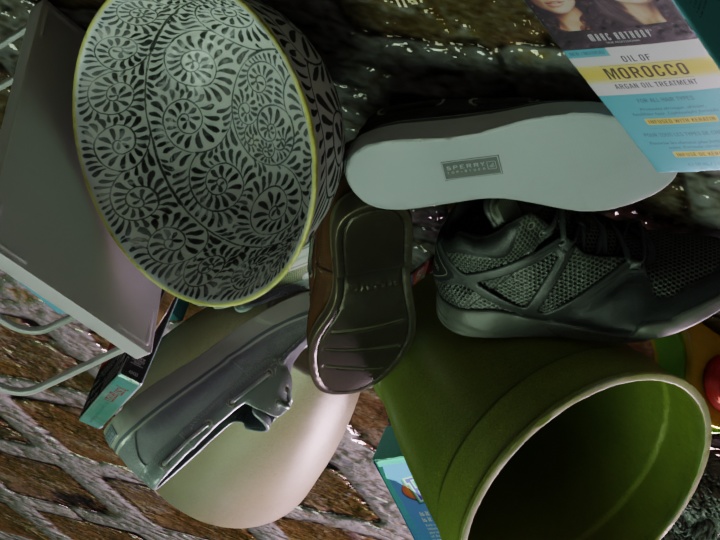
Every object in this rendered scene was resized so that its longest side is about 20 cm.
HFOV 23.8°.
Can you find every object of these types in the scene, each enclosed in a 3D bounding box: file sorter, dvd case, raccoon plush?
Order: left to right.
[{"bbox_3d":[-0.214,-0.042,1.120,0.124,0.201,0.139,-23,136,32],"label":"file sorter"},{"bbox_3d":[-0.140,0.005,1.201,0.022,0.201,0.146,24,156,-11],"label":"dvd case"},{"bbox_3d":[0.279,0.153,1.386,0.199,0.097,0.134,-25,118,12],"label":"raccoon plush"}]

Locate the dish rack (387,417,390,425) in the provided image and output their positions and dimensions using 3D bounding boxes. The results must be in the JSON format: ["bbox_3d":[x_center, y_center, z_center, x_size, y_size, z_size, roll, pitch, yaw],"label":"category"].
[{"bbox_3d":[0.108,0.197,1.477,0.200,0.054,0.153,51,176,-24],"label":"dish rack"}]

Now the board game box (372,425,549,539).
[{"bbox_3d":[0.118,0.202,1.355,0.151,0.045,0.201,-10,121,27],"label":"board game box"}]

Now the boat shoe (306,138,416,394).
[{"bbox_3d":[0.000,0.000,1.130,0.071,0.068,0.201,-3,139,-15],"label":"boat shoe"}]

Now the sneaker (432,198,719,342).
[{"bbox_3d":[0.142,-0.016,1.080,0.198,0.077,0.115,0,134,10],"label":"sneaker"}]

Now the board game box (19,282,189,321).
[{"bbox_3d":[-0.251,-0.029,1.415,0.150,0.047,0.200,3,152,35],"label":"board game box"}]

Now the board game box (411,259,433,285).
[{"bbox_3d":[0.063,0.047,1.364,0.102,0.020,0.200,23,157,-11],"label":"board game box"}]

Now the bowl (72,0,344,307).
[{"bbox_3d":[-0.074,-0.087,1.038,0.200,0.094,0.202,15,114,37],"label":"bowl"}]

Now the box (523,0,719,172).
[{"bbox_3d":[0.150,-0.125,0.870,0.082,0.049,0.200,0,150,39],"label":"box"}]

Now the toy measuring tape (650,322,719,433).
[{"bbox_3d":[0.218,0.067,1.214,0.199,0.074,0.073,32,154,-27],"label":"toy measuring tape"}]

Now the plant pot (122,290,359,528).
[{"bbox_3d":[-0.074,0.087,1.397,0.186,0.188,0.200,26,143,-14],"label":"plant pot"}]

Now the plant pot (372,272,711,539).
[{"bbox_3d":[0.103,0.097,1.179,0.193,0.200,0.200,48,-179,43],"label":"plant pot"}]

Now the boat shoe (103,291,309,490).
[{"bbox_3d":[-0.088,0.089,1.239,0.072,0.200,0.070,52,159,9],"label":"boat shoe"}]

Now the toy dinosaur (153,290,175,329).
[{"bbox_3d":[-0.065,-0.041,1.133,0.199,0.107,0.060,-19,171,-30],"label":"toy dinosaur"}]

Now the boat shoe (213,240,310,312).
[{"bbox_3d":[-0.061,-0.007,1.279,0.065,0.075,0.201,32,146,-28],"label":"boat shoe"}]

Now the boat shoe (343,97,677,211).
[{"bbox_3d":[0.089,-0.077,1.012,0.198,0.057,0.069,-1,127,11],"label":"boat shoe"}]
